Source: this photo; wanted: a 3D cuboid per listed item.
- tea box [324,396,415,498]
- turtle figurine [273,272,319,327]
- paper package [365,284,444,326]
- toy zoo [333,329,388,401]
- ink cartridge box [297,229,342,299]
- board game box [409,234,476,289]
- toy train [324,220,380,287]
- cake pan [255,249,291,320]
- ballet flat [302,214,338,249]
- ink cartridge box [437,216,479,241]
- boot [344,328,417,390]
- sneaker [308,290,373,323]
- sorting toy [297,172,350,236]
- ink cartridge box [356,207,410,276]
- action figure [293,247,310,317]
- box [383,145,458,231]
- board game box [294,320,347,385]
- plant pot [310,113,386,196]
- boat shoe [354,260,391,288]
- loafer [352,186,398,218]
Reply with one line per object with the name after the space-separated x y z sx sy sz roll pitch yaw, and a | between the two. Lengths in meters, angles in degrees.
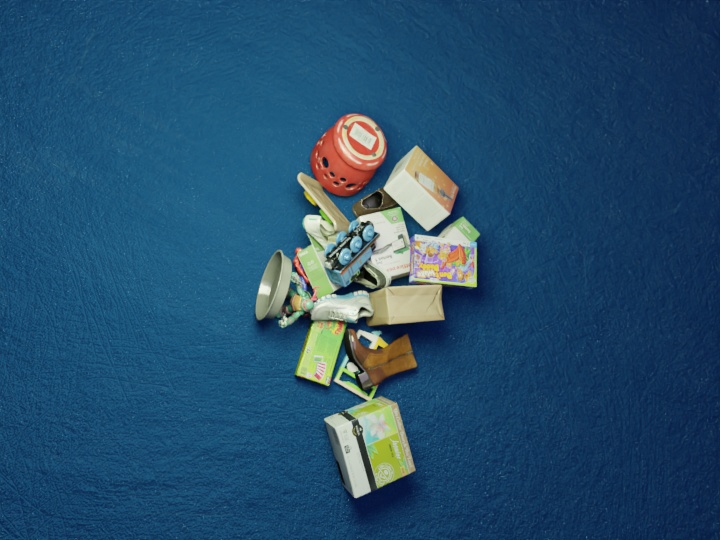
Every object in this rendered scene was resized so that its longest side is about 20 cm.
0.025 0.493 1.533 0.193 0.133 0.204 -17 92 -19 | tea box
-0.184 0.089 1.506 0.099 0.199 0.153 20 80 -28 | turtle figurine
0.128 0.105 1.605 0.187 0.200 0.106 -3 83 -17 | paper package
0.018 0.273 1.636 0.130 0.020 0.202 31 74 -10 | toy zoo
-0.128 -0.024 1.594 0.059 0.104 0.203 -26 89 16 | ink cartridge box
0.243 -0.024 1.589 0.196 0.045 0.138 6 77 -14 | board game box
-0.023 -0.053 1.527 0.200 0.086 0.116 -45 137 -29 | toy train
-0.241 0.044 1.507 0.036 0.199 0.204 18 76 -23 | cake pan
-0.095 -0.104 1.583 0.068 0.200 0.071 -11 64 23 | ballet flat
0.262 -0.055 1.700 0.084 0.146 0.200 44 71 -4 | ink cartridge box
0.062 0.234 1.609 0.197 0.068 0.192 -21 87 -20 | boot
-0.049 0.117 1.551 0.196 0.076 0.087 -12 47 -21 | sneaker
-0.101 -0.185 1.589 0.036 0.185 0.201 -38 77 12 | sorting toy
0.076 -0.074 1.672 0.143 0.084 0.204 -15 84 -18 | ink cartridge box
-0.168 0.032 1.599 0.051 0.065 0.204 -12 82 -1 | action figure
0.193 -0.257 1.695 0.199 0.106 0.153 40 43 -14 | box
-0.114 0.224 1.590 0.100 0.048 0.204 20 76 -12 | board game box
-0.031 -0.351 1.626 0.197 0.182 0.205 8 71 -24 | plant pot
0.000 0.000 1.593 0.063 0.198 0.072 -11 115 -44 | boat shoe
0.070 -0.222 1.710 0.198 0.071 0.074 -30 90 -20 | loafer
